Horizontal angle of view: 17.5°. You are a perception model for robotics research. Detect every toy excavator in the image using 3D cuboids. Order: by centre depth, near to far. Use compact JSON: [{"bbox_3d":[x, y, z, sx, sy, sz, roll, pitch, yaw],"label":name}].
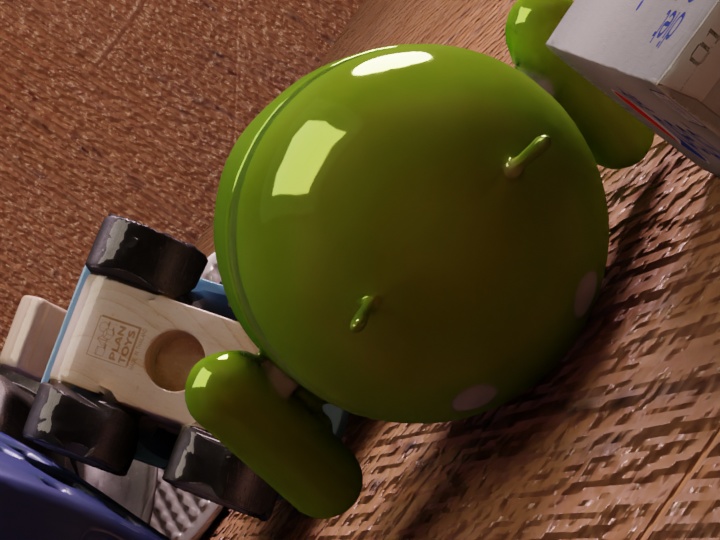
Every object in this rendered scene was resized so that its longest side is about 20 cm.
[{"bbox_3d":[-0.090,0.047,1.034,0.200,0.193,0.100,55,-126,-73],"label":"toy excavator"}]

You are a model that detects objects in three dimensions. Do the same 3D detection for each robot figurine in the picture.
[{"bbox_3d":[0.012,-0.012,0.747,0.176,0.116,0.200,-47,6,-4],"label":"robot figurine"}]

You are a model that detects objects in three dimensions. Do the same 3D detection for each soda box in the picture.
[{"bbox_3d":[0.100,-0.061,0.585,0.068,0.063,0.200,-53,6,6],"label":"soda box"}]

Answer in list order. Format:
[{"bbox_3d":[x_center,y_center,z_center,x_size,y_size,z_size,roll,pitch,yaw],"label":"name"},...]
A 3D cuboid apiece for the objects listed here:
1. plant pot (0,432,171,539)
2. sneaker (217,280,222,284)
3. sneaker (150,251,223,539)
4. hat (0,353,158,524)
[{"bbox_3d":[-0.203,0.140,0.957,0.200,0.180,0.200,-54,35,-12],"label":"plant pot"},{"bbox_3d":[0.000,0.000,1.034,0.079,0.074,0.200,-47,8,-27],"label":"sneaker"},{"bbox_3d":[-0.095,0.091,1.237,0.105,0.075,0.201,109,-174,-64],"label":"sneaker"},{"bbox_3d":[-0.194,0.109,1.138,0.201,0.200,0.081,-57,-35,-18],"label":"hat"}]
